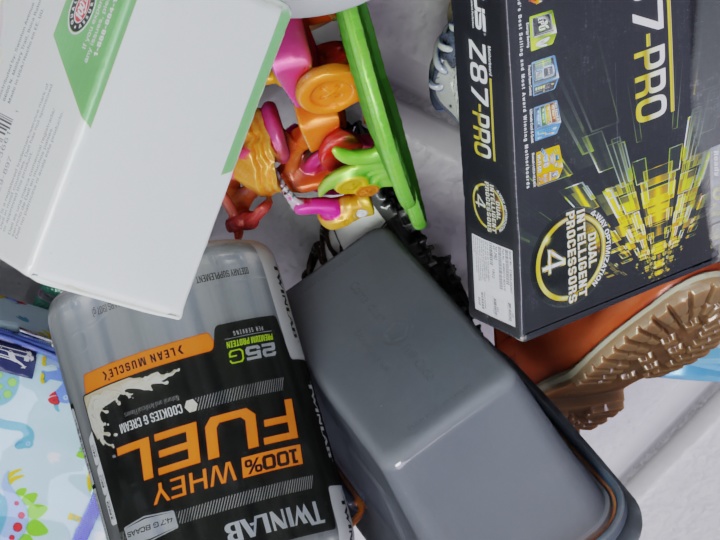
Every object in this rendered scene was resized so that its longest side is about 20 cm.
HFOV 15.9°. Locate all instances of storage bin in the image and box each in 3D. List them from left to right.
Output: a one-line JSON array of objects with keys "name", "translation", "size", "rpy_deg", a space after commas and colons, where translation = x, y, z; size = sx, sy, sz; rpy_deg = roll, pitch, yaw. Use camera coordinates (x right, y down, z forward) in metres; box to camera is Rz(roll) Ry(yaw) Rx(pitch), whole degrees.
[{"name": "storage bin", "translation": [0.029, 0.082, 1.340], "size": [0.145, 0.200, 0.135], "rpy_deg": [-35, 130, -4]}]

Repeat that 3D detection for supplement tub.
[{"name": "supplement tub", "translation": [-0.075, 0.095, 1.286], "size": [0.122, 0.202, 0.123], "rpy_deg": [-17, 172, -2]}]

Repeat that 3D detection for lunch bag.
[{"name": "lunch bag", "translation": [-0.193, 0.119, 1.379], "size": [0.160, 0.082, 0.201], "rpy_deg": [22, 102, -25]}]

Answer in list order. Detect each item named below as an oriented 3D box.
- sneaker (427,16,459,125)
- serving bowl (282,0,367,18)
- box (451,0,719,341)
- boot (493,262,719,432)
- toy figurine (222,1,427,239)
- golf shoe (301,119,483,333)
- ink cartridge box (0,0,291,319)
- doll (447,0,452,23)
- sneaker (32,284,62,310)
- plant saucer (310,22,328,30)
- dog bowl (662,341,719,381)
[{"name": "sneaker", "translation": [0.067, -0.113, 1.305], "size": [0.085, 0.077, 0.201], "rpy_deg": [1, 118, 32]}, {"name": "serving bowl", "translation": [-0.041, -0.217, 1.162], "size": [0.200, 0.201, 0.066], "rpy_deg": [-35, 169, 18]}, {"name": "box", "translation": [0.121, -0.084, 1.259], "size": [0.160, 0.049, 0.202], "rpy_deg": [-21, 119, -33]}, {"name": "boot", "translation": [0.130, 0.016, 1.415], "size": [0.075, 0.108, 0.200], "rpy_deg": [-1, 159, -32]}, {"name": "toy figurine", "translation": [-0.074, -0.068, 1.287], "size": [0.183, 0.151, 0.200], "rpy_deg": [-16, 149, 4]}, {"name": "golf shoe", "translation": [0.000, 0.000, 1.441], "size": [0.094, 0.078, 0.201], "rpy_deg": [-22, 131, 8]}, {"name": "ink cartridge box", "translation": [-0.134, -0.081, 1.143], "size": [0.087, 0.200, 0.146], "rpy_deg": [16, 96, -38]}, {"name": "doll", "translation": [0.111, -0.185, 1.317], "size": [0.136, 0.049, 0.200], "rpy_deg": [34, 121, -12]}, {"name": "sneaker", "translation": [-0.157, 0.038, 1.459], "size": [0.074, 0.088, 0.201], "rpy_deg": [32, 98, -5]}, {"name": "plant saucer", "translation": [-0.061, -0.192, 1.289], "size": [0.199, 0.032, 0.201], "rpy_deg": [-6, 132, -7]}, {"name": "dog bowl", "translation": [0.212, 0.034, 1.457], "size": [0.111, 0.050, 0.199], "rpy_deg": [11, 172, -41]}]
